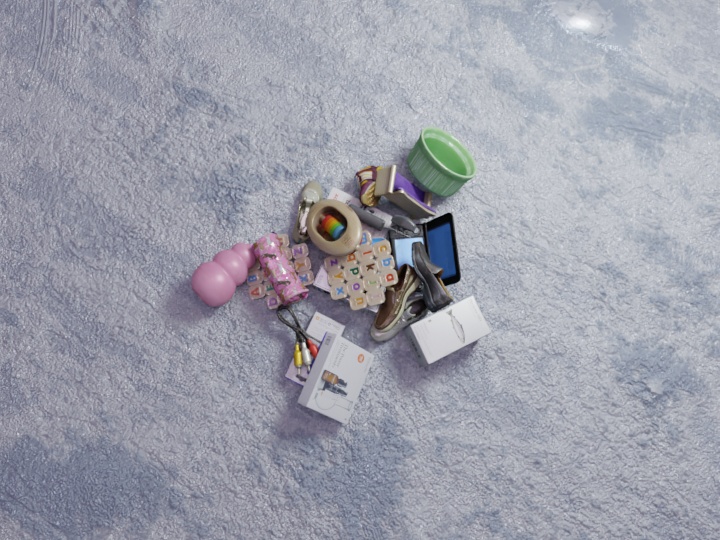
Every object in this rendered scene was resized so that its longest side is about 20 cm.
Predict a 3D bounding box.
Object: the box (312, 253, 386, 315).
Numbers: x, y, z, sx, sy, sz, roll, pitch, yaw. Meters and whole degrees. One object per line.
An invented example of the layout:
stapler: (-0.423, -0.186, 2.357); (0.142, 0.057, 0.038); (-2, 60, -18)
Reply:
box: (-0.023, 0.035, 1.630); (0.197, 0.060, 0.118); (22, 76, 3)

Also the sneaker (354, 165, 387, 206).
sneaker: (0.016, -0.242, 1.658); (0.089, 0.076, 0.200); (8, 32, 17)

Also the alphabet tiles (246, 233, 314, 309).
alphabet tiles: (-0.232, 0.002, 1.627); (0.193, 0.015, 0.203); (-14, 79, 6)

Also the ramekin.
ramekin: (0.231, -0.310, 1.670); (0.198, 0.098, 0.202); (22, 43, -22)

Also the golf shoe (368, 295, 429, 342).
golf shoe: (0.110, 0.127, 1.604); (0.199, 0.097, 0.079); (-34, 83, -9)

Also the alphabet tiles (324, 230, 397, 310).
alphabet tiles: (0.000, 0.000, 1.564); (0.193, 0.015, 0.203); (-16, 79, 17)

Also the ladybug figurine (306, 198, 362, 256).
ladybug figurine: (-0.064, -0.108, 1.548); (0.136, 0.072, 0.200); (-46, 58, 3)

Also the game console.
game console: (0.178, -0.049, 1.639); (0.173, 0.117, 0.203); (-4, 77, -5)

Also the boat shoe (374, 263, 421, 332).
boat shoe: (0.088, 0.069, 1.577); (0.075, 0.074, 0.204); (45, 67, -35)

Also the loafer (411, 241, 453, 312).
loafer: (0.195, 0.009, 1.569); (0.072, 0.073, 0.203); (-24, 79, 26)

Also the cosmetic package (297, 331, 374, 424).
cosmetic package: (-0.062, 0.288, 1.540); (0.150, 0.051, 0.202); (33, 73, -37)

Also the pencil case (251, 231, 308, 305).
pencil case: (-0.219, -0.002, 1.576); (0.086, 0.083, 0.202); (-26, 77, -16)

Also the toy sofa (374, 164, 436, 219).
toy sofa: (0.135, -0.218, 1.630); (0.097, 0.199, 0.084); (-3, 71, 40)

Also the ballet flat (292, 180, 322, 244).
ballet flat: (-0.151, -0.175, 1.670); (0.068, 0.070, 0.203); (11, 76, -2)

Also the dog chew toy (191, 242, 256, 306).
dog chew toy: (-0.367, 0.003, 1.588); (0.124, 0.125, 0.200); (43, 72, 6)

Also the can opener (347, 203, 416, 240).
can opener: (0.056, -0.139, 1.596); (0.197, 0.053, 0.067); (22, 92, 2)

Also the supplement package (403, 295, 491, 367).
supplement package: (0.237, 0.169, 1.593); (0.198, 0.117, 0.118); (-25, 79, -10)

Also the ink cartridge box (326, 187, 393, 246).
ink cartridge box: (-0.025, -0.124, 1.657); (0.198, 0.084, 0.148); (26, 77, 1)

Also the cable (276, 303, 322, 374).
cable: (-0.159, 0.174, 1.563); (0.096, 0.050, 0.202); (-21, 80, -10)

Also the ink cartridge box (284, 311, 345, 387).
ink cartridge box: (-0.125, 0.224, 1.596); (0.094, 0.037, 0.202); (25, 74, 2)
